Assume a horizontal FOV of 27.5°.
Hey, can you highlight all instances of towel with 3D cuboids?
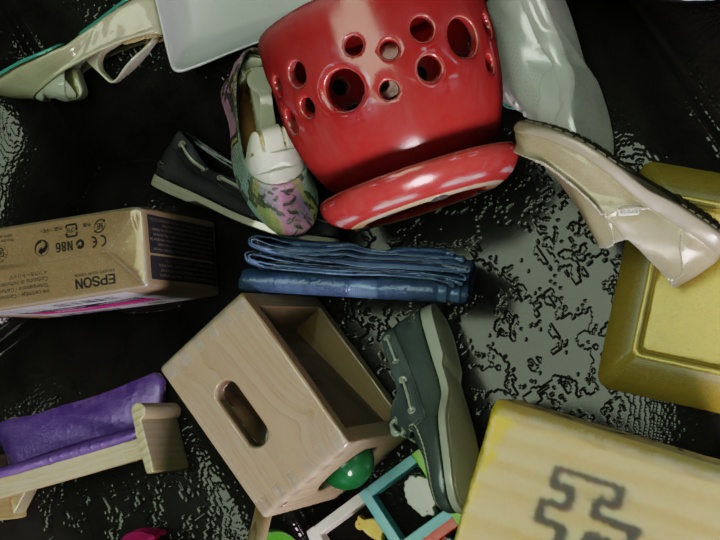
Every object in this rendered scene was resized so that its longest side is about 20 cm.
[{"bbox_3d":[0.000,0.000,1.277,0.198,0.112,0.049,3,88,6],"label":"towel"}]

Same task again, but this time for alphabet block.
[{"bbox_3d":[0.179,0.220,1.155,0.199,0.195,0.198,16,87,12],"label":"alphabet block"}]

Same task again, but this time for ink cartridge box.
[{"bbox_3d":[-0.250,-0.003,1.345,0.199,0.165,0.076,-8,84,18],"label":"ink cartridge box"}]

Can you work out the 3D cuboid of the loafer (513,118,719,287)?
[{"bbox_3d":[0.202,-0.054,1.192,0.199,0.076,0.069,33,102,8],"label":"loafer"}]

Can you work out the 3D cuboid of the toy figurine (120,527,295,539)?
[{"bbox_3d":[-0.161,0.309,1.324,0.183,0.150,0.201,9,112,32],"label":"toy figurine"}]

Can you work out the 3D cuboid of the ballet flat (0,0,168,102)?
[{"bbox_3d":[-0.268,-0.202,1.429,0.199,0.069,0.070,-28,76,13],"label":"ballet flat"}]

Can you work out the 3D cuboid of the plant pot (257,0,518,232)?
[{"bbox_3d":[0.031,-0.140,1.258,0.199,0.200,0.184,-18,88,15],"label":"plant pot"}]

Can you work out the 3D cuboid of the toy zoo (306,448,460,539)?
[{"bbox_3d":[0.042,0.246,1.299,0.200,0.020,0.132,-38,74,11],"label":"toy zoo"}]

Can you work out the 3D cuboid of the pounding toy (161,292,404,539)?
[{"bbox_3d":[-0.067,0.141,1.257,0.142,0.184,0.200,-42,74,16],"label":"pounding toy"}]

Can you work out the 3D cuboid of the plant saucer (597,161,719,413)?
[{"bbox_3d":[0.309,0.018,1.223,0.199,0.048,0.201,11,87,19],"label":"plant saucer"}]

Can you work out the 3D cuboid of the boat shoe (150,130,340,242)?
[{"bbox_3d":[-0.102,-0.075,1.354,0.199,0.073,0.063,21,93,23],"label":"boat shoe"}]

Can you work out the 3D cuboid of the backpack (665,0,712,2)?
[{"bbox_3d":[0.241,-0.294,1.227,0.199,0.163,0.154,25,131,7],"label":"backpack"}]

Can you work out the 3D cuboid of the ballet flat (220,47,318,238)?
[{"bbox_3d":[-0.084,-0.122,1.320,0.069,0.071,0.201,-8,53,-13],"label":"ballet flat"}]

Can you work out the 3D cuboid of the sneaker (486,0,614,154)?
[{"bbox_3d":[0.157,-0.154,1.289,0.088,0.075,0.201,-23,76,32],"label":"sneaker"}]

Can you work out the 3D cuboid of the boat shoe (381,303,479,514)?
[{"bbox_3d":[0.057,0.123,1.256,0.061,0.073,0.201,-21,52,17],"label":"boat shoe"}]

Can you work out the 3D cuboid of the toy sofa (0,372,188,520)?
[{"bbox_3d":[-0.269,0.164,1.377,0.199,0.083,0.098,-17,80,16],"label":"toy sofa"}]

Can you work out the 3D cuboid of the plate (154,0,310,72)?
[{"bbox_3d":[-0.106,-0.305,1.394,0.198,0.032,0.201,-18,79,10],"label":"plate"}]
